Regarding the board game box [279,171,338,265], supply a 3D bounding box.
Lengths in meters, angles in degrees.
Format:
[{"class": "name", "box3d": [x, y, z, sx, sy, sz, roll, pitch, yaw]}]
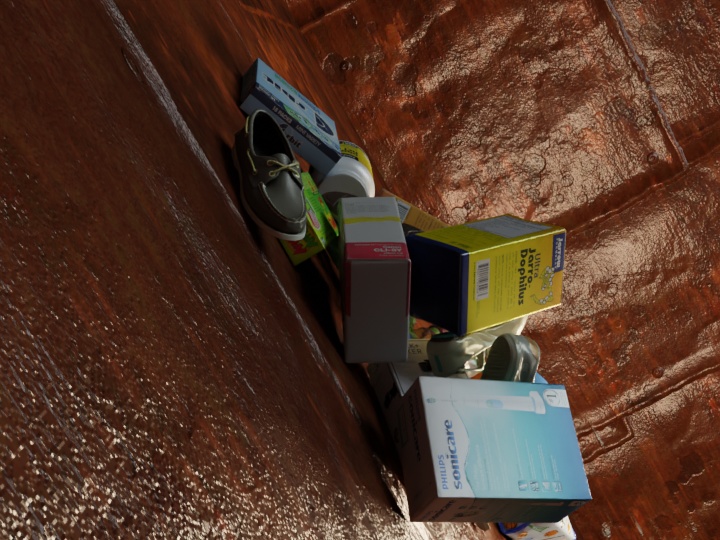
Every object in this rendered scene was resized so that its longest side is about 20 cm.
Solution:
[{"class": "board game box", "box3d": [-0.079, -0.074, 1.278, 0.102, 0.047, 0.200, 61, 8, -5]}]

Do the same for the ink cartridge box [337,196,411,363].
[{"class": "ink cartridge box", "box3d": [0.015, 0.006, 1.244, 0.201, 0.082, 0.147, -98, -173, -63]}]

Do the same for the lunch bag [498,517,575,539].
[{"class": "lunch bag", "box3d": [0.300, 0.407, 1.779, 0.170, 0.123, 0.202, 50, 22, -52]}]

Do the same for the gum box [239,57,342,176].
[{"class": "gum box", "box3d": [-0.111, -0.246, 1.509, 0.169, 0.045, 0.200, 38, 15, -20]}]

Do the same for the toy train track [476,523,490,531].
[{"class": "toy train track", "box3d": [0.145, 0.313, 1.452, 0.115, 0.032, 0.202, -117, -178, -75]}]

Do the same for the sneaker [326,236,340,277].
[{"class": "sneaker", "box3d": [0.000, 0.000, 1.434, 0.202, 0.073, 0.084, 63, 4, 8]}]

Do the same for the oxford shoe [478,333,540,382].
[{"class": "oxford shoe", "box3d": [0.182, 0.159, 1.235, 0.076, 0.057, 0.202, -114, -149, -42]}]

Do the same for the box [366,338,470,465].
[{"class": "box", "box3d": [0.093, 0.181, 1.230, 0.201, 0.115, 0.061, -111, -148, -43]}]

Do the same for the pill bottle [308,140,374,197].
[{"class": "pill bottle", "box3d": [-0.033, -0.141, 1.576, 0.113, 0.112, 0.200, 58, 8, -17]}]

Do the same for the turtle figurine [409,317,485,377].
[{"class": "turtle figurine", "box3d": [0.133, 0.085, 1.443, 0.193, 0.142, 0.203, 28, 77, -60]}]

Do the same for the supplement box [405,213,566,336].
[{"class": "supplement box", "box3d": [0.166, 0.001, 1.264, 0.108, 0.198, 0.111, 21, -63, 49]}]

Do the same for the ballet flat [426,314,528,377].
[{"class": "ballet flat", "box3d": [0.161, 0.096, 1.272, 0.198, 0.069, 0.070, -16, 73, -41]}]

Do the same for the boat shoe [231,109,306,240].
[{"class": "boat shoe", "box3d": [-0.104, -0.114, 1.121, 0.071, 0.061, 0.203, 6, 38, -29]}]

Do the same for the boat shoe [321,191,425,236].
[{"class": "boat shoe", "box3d": [0.015, -0.045, 1.389, 0.201, 0.076, 0.074, 31, 34, 29]}]

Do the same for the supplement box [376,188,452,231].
[{"class": "supplement box", "box3d": [0.100, -0.046, 1.500, 0.198, 0.069, 0.067, 31, -20, -3]}]

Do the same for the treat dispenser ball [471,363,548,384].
[{"class": "treat dispenser ball", "box3d": [0.249, 0.260, 1.662, 0.202, 0.199, 0.201, 59, 8, -14]}]

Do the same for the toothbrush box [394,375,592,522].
[{"class": "toothbrush box", "box3d": [0.150, 0.210, 1.112, 0.086, 0.197, 0.148, 123, -34, -50]}]
